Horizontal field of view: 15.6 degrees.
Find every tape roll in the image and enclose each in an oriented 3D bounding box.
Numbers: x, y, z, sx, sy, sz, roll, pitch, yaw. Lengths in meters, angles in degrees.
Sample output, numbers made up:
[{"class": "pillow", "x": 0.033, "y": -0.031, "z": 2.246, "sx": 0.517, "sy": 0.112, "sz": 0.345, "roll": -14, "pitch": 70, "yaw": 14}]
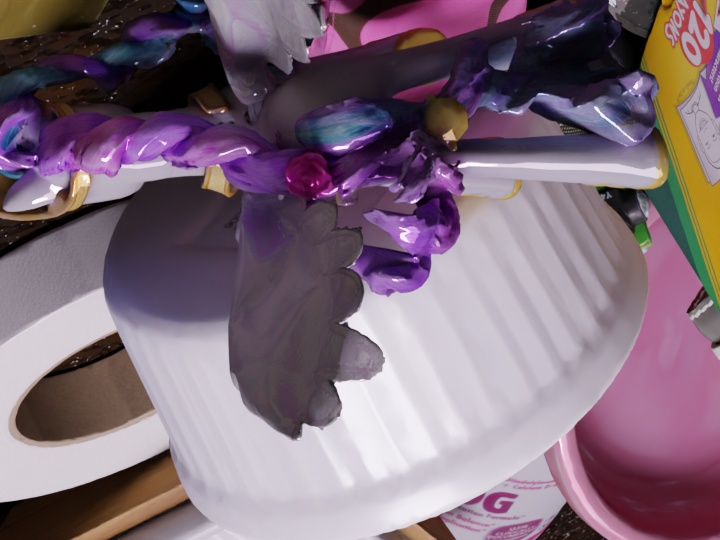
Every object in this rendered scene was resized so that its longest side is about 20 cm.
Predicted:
[{"class": "tape roll", "x": -0.110, "y": 0.034, "z": 1.150, "sx": 0.202, "sy": 0.037, "sz": 0.203, "roll": -25, "pitch": 158, "yaw": -11}]

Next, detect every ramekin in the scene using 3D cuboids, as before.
[{"class": "ramekin", "x": 0.000, "y": 0.000, "z": 0.998, "sx": 0.200, "sy": 0.201, "sz": 0.098, "roll": -28, "pitch": 121, "yaw": 0}]

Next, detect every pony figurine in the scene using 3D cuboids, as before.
[{"class": "pony figurine", "x": -0.012, "y": -0.041, "z": 0.799, "sx": 0.199, "sy": 0.167, "sz": 0.193, "roll": -7, "pitch": -177, "yaw": -25}]

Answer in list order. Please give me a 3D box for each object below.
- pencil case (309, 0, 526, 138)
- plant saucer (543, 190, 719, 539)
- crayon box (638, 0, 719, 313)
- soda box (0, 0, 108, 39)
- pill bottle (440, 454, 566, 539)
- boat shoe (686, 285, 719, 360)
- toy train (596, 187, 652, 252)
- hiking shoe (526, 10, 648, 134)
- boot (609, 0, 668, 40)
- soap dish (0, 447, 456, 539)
[{"class": "pencil case", "x": 0.022, "y": -0.130, "z": 0.889, "sx": 0.093, "sy": 0.091, "sz": 0.200, "roll": -11, "pitch": 152, "yaw": -13}, {"class": "plant saucer", "x": 0.157, "y": 0.032, "z": 1.202, "sx": 0.200, "sy": 0.051, "sz": 0.201, "roll": -12, "pitch": 114, "yaw": -29}, {"class": "crayon box", "x": 0.165, "y": -0.072, "z": 0.986, "sx": 0.058, "sy": 0.119, "sz": 0.200, "roll": -17, "pitch": 148, "yaw": -19}, {"class": "soda box", "x": -0.161, "y": -0.103, "z": 0.754, "sx": 0.200, "sy": 0.064, "sz": 0.068, "roll": -11, "pitch": 153, "yaw": -37}, {"class": "pill bottle", "x": 0.079, "y": 0.054, "z": 1.315, "sx": 0.113, "sy": 0.114, "sz": 0.200, "roll": -16, "pitch": 155, "yaw": -27}, {"class": "boat shoe", "x": 0.202, "y": -0.052, "z": 1.127, "sx": 0.202, "sy": 0.060, "sz": 0.072, "roll": -52, "pitch": -173, "yaw": 9}, {"class": "toy train", "x": 0.033, "y": 0.010, "z": 1.115, "sx": 0.199, "sy": 0.042, "sz": 0.056, "roll": -21, "pitch": 158, "yaw": 15}, {"class": "hiking shoe", "x": 0.050, "y": -0.046, "z": 1.140, "sx": 0.100, "sy": 0.076, "sz": 0.200, "roll": 4, "pitch": 136, "yaw": -34}, {"class": "boot", "x": 0.176, "y": -0.144, "z": 1.069, "sx": 0.131, "sy": 0.068, "sz": 0.200, "roll": -43, "pitch": 156, "yaw": 21}, {"class": "soap dish", "x": -0.068, "y": 0.139, "z": 1.288, "sx": 0.200, "sy": 0.081, "sz": 0.157, "roll": -27, "pitch": 135, "yaw": 22}]
